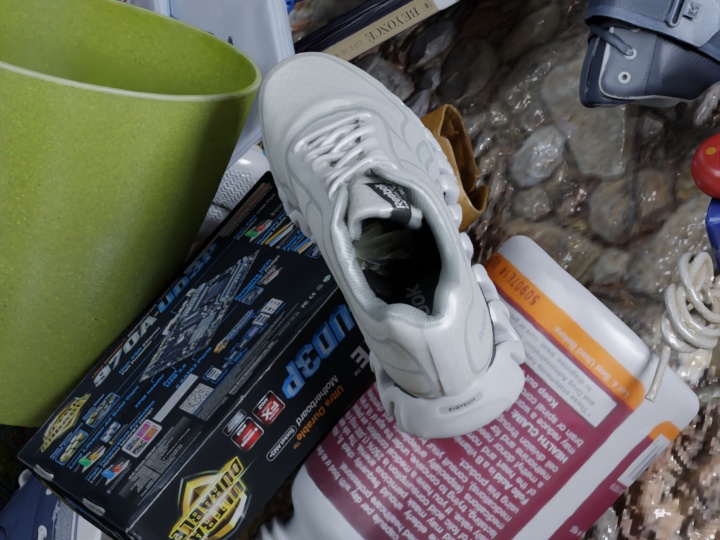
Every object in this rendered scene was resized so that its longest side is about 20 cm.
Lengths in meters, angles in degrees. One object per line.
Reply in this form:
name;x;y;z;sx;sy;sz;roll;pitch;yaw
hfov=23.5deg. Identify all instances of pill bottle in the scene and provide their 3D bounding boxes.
pill bottle;0.042;0.092;0.766;0.200;0.114;0.114;-46;38;3

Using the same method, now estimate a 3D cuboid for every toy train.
toy train;0.200;-0.018;0.722;0.116;0.085;0.200;3;51;30

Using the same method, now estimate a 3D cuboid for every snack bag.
snack bag;-0.108;-0.112;1.011;0.200;0.021;0.189;-39;45;33

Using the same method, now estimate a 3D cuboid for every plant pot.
plant pot;-0.165;-0.028;0.899;0.187;0.187;0.200;42;123;52

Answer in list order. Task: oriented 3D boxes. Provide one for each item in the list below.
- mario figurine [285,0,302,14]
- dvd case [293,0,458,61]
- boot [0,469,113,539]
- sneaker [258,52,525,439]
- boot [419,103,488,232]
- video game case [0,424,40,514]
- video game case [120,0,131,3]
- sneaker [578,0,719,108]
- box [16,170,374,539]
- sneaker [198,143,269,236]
mario figurine;-0.042;-0.221;1.105;0.200;0.106;0.123;-46;35;-10
dvd case;0.001;-0.143;1.026;0.200;0.016;0.149;-26;13;28
boot;-0.158;0.105;0.983;0.090;0.073;0.200;-16;50;28
sneaker;0.006;-0.028;0.720;0.075;0.081;0.200;-29;54;1
boot;0.000;0.000;0.920;0.144;0.071;0.201;-26;39;27
video game case;-0.222;0.108;0.991;0.018;0.143;0.200;5;61;27
video game case;-0.217;-0.129;0.990;0.017;0.200;0.143;43;108;17
sneaker;0.112;-0.162;0.857;0.077;0.202;0.146;-75;9;-84
box;-0.060;0.042;0.817;0.200;0.046;0.159;-50;26;-15
sneaker;-0.124;-0.075;1.101;0.200;0.076;0.105;-11;51;40
